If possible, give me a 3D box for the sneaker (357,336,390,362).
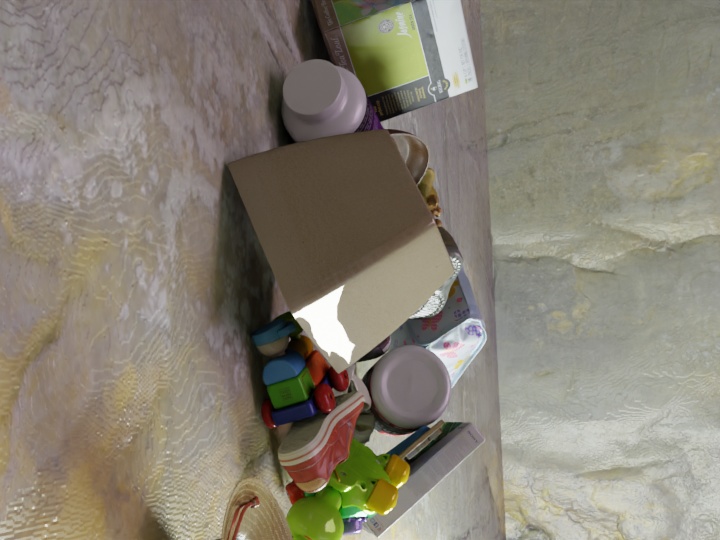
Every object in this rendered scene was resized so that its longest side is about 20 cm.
[{"bbox_3d":[-0.003,0.049,1.636,0.200,0.075,0.116,-83,159,-69],"label":"sneaker"}]

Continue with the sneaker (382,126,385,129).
[{"bbox_3d":[0.047,-0.179,1.793,0.077,0.075,0.200,62,-2,12],"label":"sneaker"}]

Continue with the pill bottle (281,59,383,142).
[{"bbox_3d":[-0.034,-0.190,1.450,0.200,0.111,0.113,56,33,-65],"label":"pill bottle"}]

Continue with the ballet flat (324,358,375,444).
[{"bbox_3d":[-0.013,0.198,1.537,0.070,0.069,0.201,-79,160,-46],"label":"ballet flat"}]

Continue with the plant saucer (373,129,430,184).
[{"bbox_3d":[-0.004,-0.118,1.445,0.032,0.199,0.200,61,3,24],"label":"plant saucer"}]

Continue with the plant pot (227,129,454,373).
[{"bbox_3d":[-0.008,-0.039,1.244,0.201,0.176,0.200,64,2,28],"label":"plant pot"}]

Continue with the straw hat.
[{"bbox_3d":[-0.125,0.290,1.014,0.201,0.084,0.203,-10,90,-76],"label":"straw hat"}]

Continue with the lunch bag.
[{"bbox_3d":[0.111,0.067,1.754,0.200,0.126,0.171,-57,-141,45],"label":"lunch bag"}]

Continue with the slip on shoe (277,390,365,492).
[{"bbox_3d":[-0.039,0.191,1.277,0.062,0.074,0.200,67,19,-10],"label":"slip on shoe"}]

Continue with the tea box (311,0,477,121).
[{"bbox_3d":[0.047,-0.339,1.595,0.201,0.195,0.134,69,2,-52],"label":"tea box"}]

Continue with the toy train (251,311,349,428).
[{"bbox_3d":[-0.069,0.097,1.328,0.200,0.084,0.117,-49,120,-71],"label":"toy train"}]

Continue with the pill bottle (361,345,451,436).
[{"bbox_3d":[0.057,0.180,1.622,0.200,0.115,0.117,120,-30,-74],"label":"pill bottle"}]

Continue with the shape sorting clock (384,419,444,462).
[{"bbox_3d":[0.037,0.269,1.510,0.039,0.199,0.200,54,11,9],"label":"shape sorting clock"}]

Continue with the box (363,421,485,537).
[{"bbox_3d":[0.074,0.286,1.555,0.036,0.200,0.144,52,-14,-1],"label":"box"}]

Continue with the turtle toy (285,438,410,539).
[{"bbox_3d":[-0.032,0.262,1.334,0.102,0.145,0.200,-61,175,18],"label":"turtle toy"}]

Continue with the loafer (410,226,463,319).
[{"bbox_3d":[0.095,0.006,1.618,0.200,0.075,0.070,123,-32,-52],"label":"loafer"}]

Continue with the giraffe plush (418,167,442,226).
[{"bbox_3d":[0.039,-0.107,1.622,0.173,0.161,0.202,58,31,-63],"label":"giraffe plush"}]
